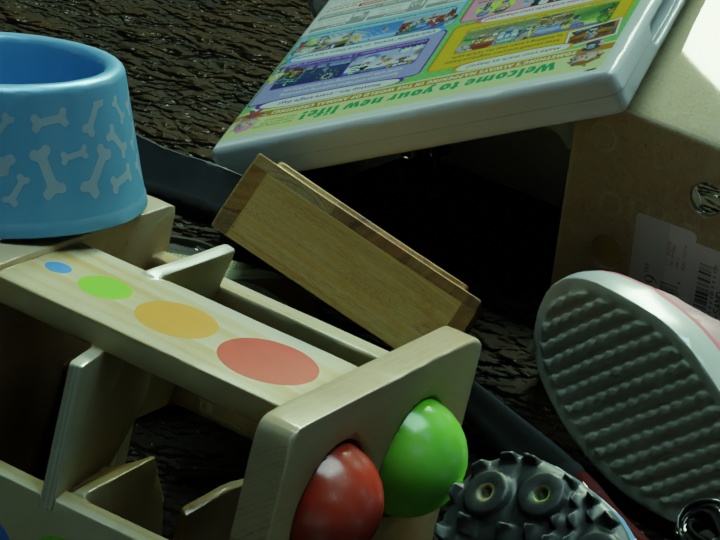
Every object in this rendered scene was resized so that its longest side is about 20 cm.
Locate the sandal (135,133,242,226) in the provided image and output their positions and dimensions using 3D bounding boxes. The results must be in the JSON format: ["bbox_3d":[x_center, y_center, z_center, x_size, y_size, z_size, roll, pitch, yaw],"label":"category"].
[{"bbox_3d":[-0.131,-0.065,1.157,0.200,0.043,0.076,19,-6,5],"label":"sandal"}]

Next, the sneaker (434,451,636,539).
[{"bbox_3d":[0.094,0.139,0.819,0.200,0.072,0.072,49,4,24],"label":"sneaker"}]

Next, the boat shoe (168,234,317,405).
[{"bbox_3d":[-0.111,0.018,1.060,0.200,0.073,0.065,8,14,-41],"label":"boat shoe"}]

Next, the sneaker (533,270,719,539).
[{"bbox_3d":[0.167,0.065,1.078,0.200,0.075,0.105,37,32,27],"label":"sneaker"}]

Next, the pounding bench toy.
[{"bbox_3d":[-0.035,0.061,0.903,0.156,0.124,0.200,22,22,23],"label":"pounding bench toy"}]

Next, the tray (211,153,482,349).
[{"bbox_3d":[0.000,0.000,1.070,0.099,0.037,0.200,33,1,3],"label":"tray"}]

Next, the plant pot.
[{"bbox_3d":[0.190,-0.023,1.188,0.200,0.200,0.177,24,34,28],"label":"plant pot"}]

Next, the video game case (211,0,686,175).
[{"bbox_3d":[0.053,-0.107,1.194,0.200,0.022,0.182,-9,29,31],"label":"video game case"}]

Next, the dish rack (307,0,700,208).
[{"bbox_3d":[0.066,-0.081,1.359,0.200,0.044,0.172,24,-16,30],"label":"dish rack"}]

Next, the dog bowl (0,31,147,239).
[{"bbox_3d":[-0.169,-0.049,0.892,0.200,0.050,0.111,0,17,-13],"label":"dog bowl"}]

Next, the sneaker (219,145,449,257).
[{"bbox_3d":[-0.007,-0.049,1.288,0.091,0.076,0.200,21,23,8],"label":"sneaker"}]

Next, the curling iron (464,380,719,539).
[{"bbox_3d":[0.093,0.085,1.051,0.050,0.026,0.200,-38,37,-17],"label":"curling iron"}]
